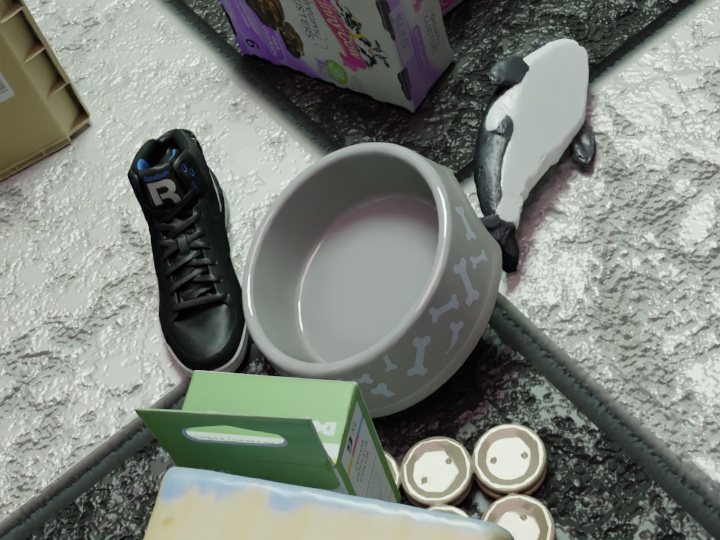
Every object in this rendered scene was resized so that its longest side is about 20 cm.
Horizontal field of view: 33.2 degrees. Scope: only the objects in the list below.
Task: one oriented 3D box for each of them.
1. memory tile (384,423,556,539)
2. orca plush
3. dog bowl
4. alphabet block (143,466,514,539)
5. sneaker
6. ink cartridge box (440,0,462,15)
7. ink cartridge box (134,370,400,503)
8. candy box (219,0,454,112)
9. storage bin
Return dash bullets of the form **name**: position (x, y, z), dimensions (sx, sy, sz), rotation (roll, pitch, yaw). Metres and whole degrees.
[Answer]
- **memory tile**: position (0.028, 0.181, 0.776), dimensions (0.197, 0.017, 0.155), rotation (-9, 53, 9)
- **orca plush**: position (0.122, -0.089, 0.934), dimensions (0.071, 0.104, 0.203), rotation (-30, 45, 56)
- **dog bowl**: position (0.000, 0.000, 0.853), dimensions (0.198, 0.059, 0.203), rotation (-17, 57, 28)
- **alphabet block**: position (-0.019, 0.240, 0.620), dimensions (0.193, 0.197, 0.202), rotation (6, 62, 20)
- **sneaker**: position (-0.139, -0.022, 0.913), dimensions (0.072, 0.112, 0.202), rotation (-18, 52, 4)
- **ink cartridge box**: position (0.072, -0.315, 1.007), dimensions (0.119, 0.201, 0.042), rotation (-39, 52, -13)
- **ink cartridge box**: position (-0.046, 0.110, 0.711), dimensions (0.102, 0.201, 0.060), rotation (3, 55, 17)
- **candy box**: position (-0.033, -0.238, 1.003), dimensions (0.198, 0.169, 0.072), rotation (24, 64, 30)
- **storage bin**: position (-0.364, -0.167, 1.032), dimensions (0.197, 0.201, 0.094), rotation (-30, 53, -6)
